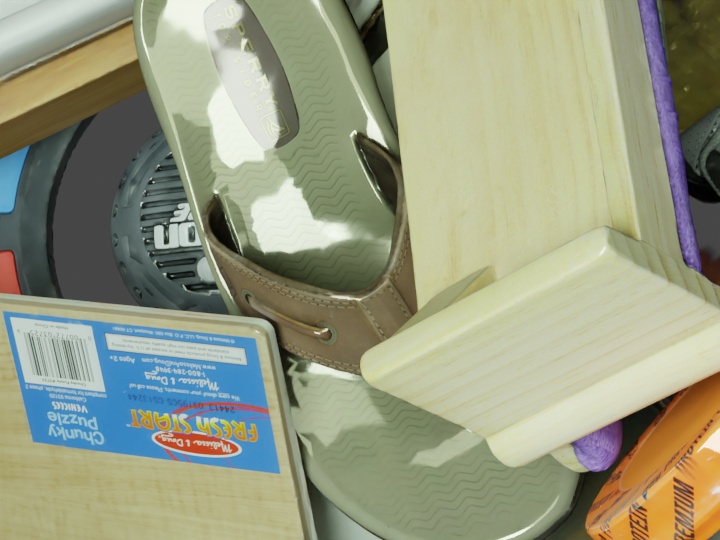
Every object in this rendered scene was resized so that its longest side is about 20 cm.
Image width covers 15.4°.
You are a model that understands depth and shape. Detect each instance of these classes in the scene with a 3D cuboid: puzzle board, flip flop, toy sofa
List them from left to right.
[{"bbox_3d":[-0.102,0.069,0.800,0.200,0.017,0.151,5,122,24],"label":"puzzle board"},{"bbox_3d":[-0.006,-0.009,0.741,0.081,0.058,0.200,-25,86,5],"label":"flip flop"},{"bbox_3d":[0.053,-0.052,0.718,0.083,0.098,0.200,-29,50,32],"label":"toy sofa"}]

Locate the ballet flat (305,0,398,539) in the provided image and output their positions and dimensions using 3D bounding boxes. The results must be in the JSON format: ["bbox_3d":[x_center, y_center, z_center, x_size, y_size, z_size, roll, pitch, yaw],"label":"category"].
[{"bbox_3d":[0.000,0.000,0.801,0.069,0.069,0.200,9,84,12],"label":"ballet flat"}]

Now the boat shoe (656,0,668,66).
[{"bbox_3d":[0.065,-0.134,0.847,0.062,0.072,0.200,-8,75,-29],"label":"boat shoe"}]

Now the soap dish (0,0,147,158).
[{"bbox_3d":[-0.136,-0.102,0.816,0.200,0.081,0.157,-27,69,-19],"label":"soap dish"}]

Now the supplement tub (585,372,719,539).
[{"bbox_3d":[0.162,0.098,0.683,0.200,0.123,0.123,43,89,-1],"label":"supplement tub"}]

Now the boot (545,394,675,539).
[{"bbox_3d":[0.065,0.097,0.765,0.075,0.097,0.200,-59,43,37],"label":"boot"}]

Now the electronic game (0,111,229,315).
[{"bbox_3d":[-0.042,-0.015,0.859,0.200,0.042,0.200,-2,79,9],"label":"electronic game"}]

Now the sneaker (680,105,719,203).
[{"bbox_3d":[0.132,-0.079,0.827,0.115,0.075,0.200,-28,75,8],"label":"sneaker"}]
